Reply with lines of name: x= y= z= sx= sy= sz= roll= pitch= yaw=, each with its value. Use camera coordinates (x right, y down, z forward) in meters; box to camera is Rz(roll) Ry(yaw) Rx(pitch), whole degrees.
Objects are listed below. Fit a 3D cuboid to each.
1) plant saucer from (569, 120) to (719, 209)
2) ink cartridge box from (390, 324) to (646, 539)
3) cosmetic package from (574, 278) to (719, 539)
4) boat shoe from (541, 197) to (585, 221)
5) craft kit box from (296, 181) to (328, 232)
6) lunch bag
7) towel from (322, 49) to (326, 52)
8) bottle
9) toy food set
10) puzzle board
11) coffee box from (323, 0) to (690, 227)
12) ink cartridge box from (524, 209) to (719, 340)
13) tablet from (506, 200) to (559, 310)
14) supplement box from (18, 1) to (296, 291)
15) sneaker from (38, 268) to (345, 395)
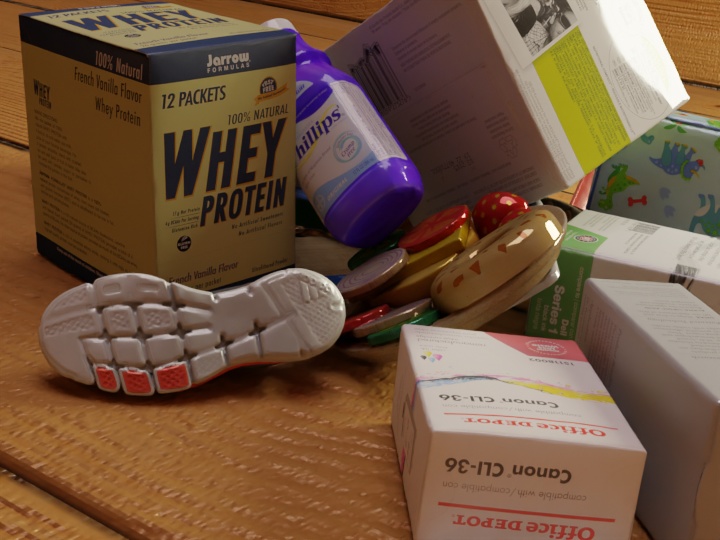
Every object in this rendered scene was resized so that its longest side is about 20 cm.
plant saucer: x=0.340 y=-0.095 z=1.236 sx=0.197 sy=0.037 sz=0.200 roll=-2 pitch=37 yaw=30
ink cartridge box: x=0.083 y=0.098 z=0.624 sx=0.115 sy=0.069 sz=0.200 roll=5 pitch=17 yaw=-5
cosmetic package: x=0.187 y=0.082 z=0.662 sx=0.073 sy=0.103 sz=0.200 roll=2 pitch=19 yaw=-11
boat shoe: x=0.223 y=-0.015 z=1.062 sx=0.199 sy=0.075 sz=0.073 roll=28 pitch=14 yaw=35
craft kit box: x=-0.014 y=-0.122 z=1.135 sx=0.198 sy=0.049 sz=0.198 roll=15 pitch=54 yaw=42
lunch bag: x=0.321 y=-0.065 z=1.093 sx=0.198 sy=0.163 sz=0.082 roll=18 pitch=15 yaw=27
towel: x=0.010 y=-0.201 z=1.140 sx=0.199 sy=0.050 sz=0.147 roll=-31 pitch=26 yaw=-31
bottle: x=-0.029 y=-0.115 z=0.896 sx=0.065 sy=0.083 sz=0.201 roll=9 pitch=44 yaw=-54
toy food set: x=0.057 y=0.001 z=0.815 sx=0.196 sy=0.049 sz=0.200 roll=-27 pitch=15 yaw=16
puzzle board: x=0.000 y=0.000 z=0.996 sx=0.197 sy=0.018 sz=0.150 roll=-4 pitch=21 yaw=-30
coffee box: x=0.127 y=-0.173 z=0.994 sx=0.197 sy=0.202 sz=0.199 roll=-33 pitch=8 yaw=-35
ink cartridge box: x=0.251 y=0.021 z=0.909 sx=0.197 sy=0.086 sz=0.146 roll=15 pitch=19 yaw=23
tablet: x=0.089 y=0.002 z=0.874 sx=0.129 sy=0.014 sz=0.200 roll=-28 pitch=15 yaw=13
supplement box: x=-0.160 y=-0.095 z=0.896 sx=0.133 sy=0.203 sz=0.199 roll=-17 pitch=28 yaw=-39
sneaker: x=-0.111 y=0.046 z=0.752 sx=0.197 sy=0.078 sz=0.082 roll=-2 pitch=-11 yaw=-15
